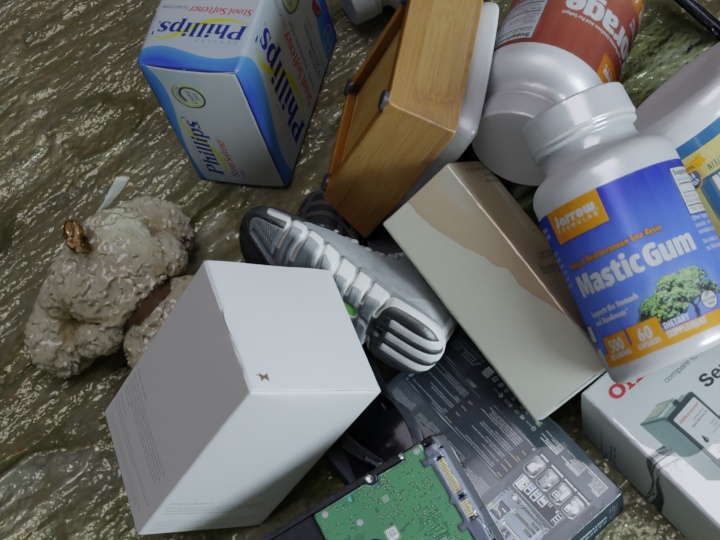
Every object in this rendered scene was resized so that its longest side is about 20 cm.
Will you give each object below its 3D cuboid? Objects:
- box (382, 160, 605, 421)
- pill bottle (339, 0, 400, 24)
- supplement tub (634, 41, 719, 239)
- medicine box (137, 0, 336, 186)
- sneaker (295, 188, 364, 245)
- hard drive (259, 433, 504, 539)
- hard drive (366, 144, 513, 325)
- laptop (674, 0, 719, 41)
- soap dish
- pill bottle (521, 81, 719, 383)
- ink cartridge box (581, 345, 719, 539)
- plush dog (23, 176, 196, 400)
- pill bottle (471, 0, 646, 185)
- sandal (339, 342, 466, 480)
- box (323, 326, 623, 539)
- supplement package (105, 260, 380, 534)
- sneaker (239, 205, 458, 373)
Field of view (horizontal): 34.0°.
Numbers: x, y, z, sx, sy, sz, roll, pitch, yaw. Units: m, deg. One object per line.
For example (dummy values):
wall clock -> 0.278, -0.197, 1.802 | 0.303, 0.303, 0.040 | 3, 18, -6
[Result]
box -> 0.119, 0.013, 0.945 | 0.078, 0.095, 0.200 | -42, 79, 23
pill bottle -> 0.067, -0.332, 1.204 | 0.200, 0.111, 0.111 | -28, 58, -4
supplement tub -> 0.318, -0.072, 0.934 | 0.145, 0.145, 0.200 | -44, 97, -14
medicine box -> -0.111, -0.214, 1.133 | 0.103, 0.182, 0.201 | 6, 62, 16
sneaker -> -0.047, 0.002, 1.048 | 0.073, 0.088, 0.200 | 6, 62, 16
hard drive -> 0.010, 0.229, 0.866 | 0.200, 0.038, 0.140 | -35, 77, 17
hard drive -> 0.074, -0.043, 1.077 | 0.139, 0.038, 0.201 | -9, 58, 7
laptop -> 0.352, -0.251, 1.027 | 0.200, 0.187, 0.116 | 46, 111, 14
soap dish -> 0.038, -0.139, 1.005 | 0.081, 0.200, 0.158 | 19, 62, -13
pill bottle -> 0.193, -0.029, 0.855 | 0.112, 0.112, 0.201 | -24, 82, -2
ink cartridge box -> 0.287, 0.132, 0.900 | 0.146, 0.084, 0.200 | -38, 59, -11
plush dog -> -0.187, 0.030, 1.045 | 0.172, 0.161, 0.200 | 37, 72, 4
pill bottle -> 0.164, -0.173, 0.993 | 0.112, 0.112, 0.200 | 13, 57, 19
sandal -> 0.013, 0.126, 0.928 | 0.076, 0.043, 0.200 | -36, 60, -8
box -> 0.085, 0.165, 0.945 | 0.158, 0.051, 0.200 | -39, 60, -11
supplement package -> -0.098, 0.103, 0.922 | 0.119, 0.200, 0.121 | 5, 49, -37
sneaker -> 0.000, 0.000, 0.989 | 0.200, 0.075, 0.115 | 36, 38, 9
